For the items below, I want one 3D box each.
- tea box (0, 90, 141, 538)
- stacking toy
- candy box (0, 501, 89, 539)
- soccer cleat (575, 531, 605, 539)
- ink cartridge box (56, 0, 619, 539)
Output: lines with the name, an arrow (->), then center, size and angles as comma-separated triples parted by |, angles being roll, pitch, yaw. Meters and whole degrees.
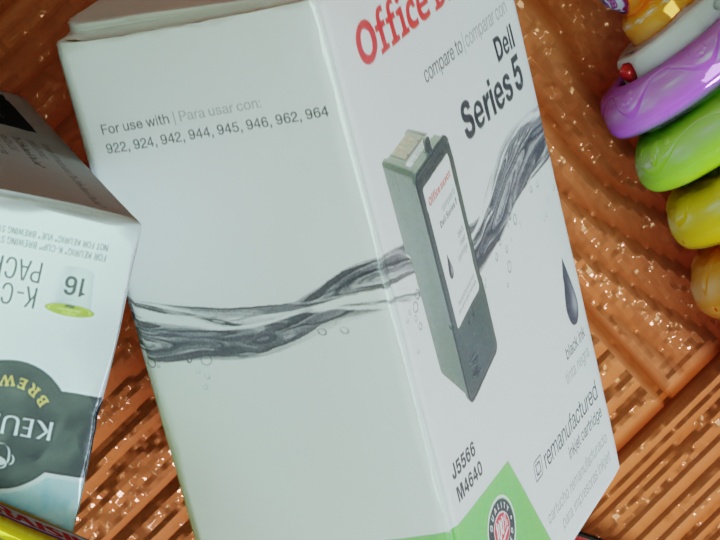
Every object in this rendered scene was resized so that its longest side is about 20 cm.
tea box -> -0.158, 0.049, 0.811 | 0.133, 0.200, 0.198 | 9, 99, -17
stacking toy -> 0.120, -0.050, 0.924 | 0.110, 0.116, 0.200 | -39, 97, -6
candy box -> -0.124, 0.096, 0.711 | 0.199, 0.026, 0.103 | 26, 93, -20
soccer cleat -> 0.113, 0.162, 0.973 | 0.068, 0.073, 0.200 | -42, 109, -2
ink cartridge box -> 0.000, 0.000, 0.863 | 0.084, 0.146, 0.201 | -7, 108, 24
